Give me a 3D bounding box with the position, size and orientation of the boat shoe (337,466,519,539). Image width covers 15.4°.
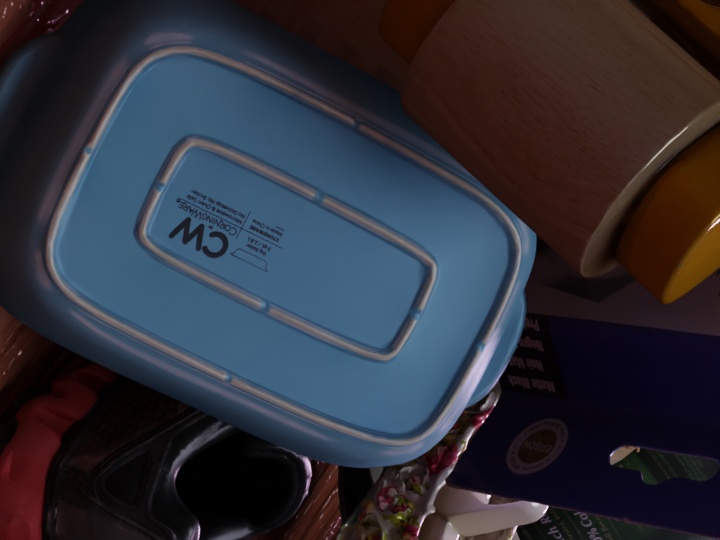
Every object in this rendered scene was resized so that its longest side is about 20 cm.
[{"bbox_3d":[0.028,0.115,1.108,0.068,0.071,0.201,142,-59,-79],"label":"boat shoe"}]

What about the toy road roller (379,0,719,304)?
[{"bbox_3d":[0.097,-0.056,0.859,0.200,0.123,0.146,-34,159,-35],"label":"toy road roller"}]

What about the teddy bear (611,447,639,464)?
[{"bbox_3d":[0.106,-0.002,1.129,0.145,0.067,0.201,-17,125,-42],"label":"teddy bear"}]

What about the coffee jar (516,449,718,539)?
[{"bbox_3d":[0.077,0.148,1.198,0.199,0.085,0.105,-25,143,-12],"label":"coffee jar"}]

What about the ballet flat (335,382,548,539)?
[{"bbox_3d":[0.036,0.097,1.012,0.076,0.064,0.201,45,61,-41],"label":"ballet flat"}]

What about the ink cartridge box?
[{"bbox_3d":[0.139,0.004,0.948,0.200,0.199,0.041,-51,123,-25],"label":"ink cartridge box"}]

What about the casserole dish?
[{"bbox_3d":[-0.027,-0.009,0.839,0.122,0.199,0.039,-63,-158,1],"label":"casserole dish"}]

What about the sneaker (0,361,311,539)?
[{"bbox_3d":[-0.045,0.039,0.924,0.201,0.097,0.071,-52,149,-38],"label":"sneaker"}]

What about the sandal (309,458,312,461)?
[{"bbox_3d":[0.000,0.001,1.026,0.201,0.079,0.058,-48,135,-40],"label":"sandal"}]

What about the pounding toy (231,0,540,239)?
[{"bbox_3d":[0.035,-0.144,0.941,0.185,0.142,0.200,-55,154,2],"label":"pounding toy"}]
